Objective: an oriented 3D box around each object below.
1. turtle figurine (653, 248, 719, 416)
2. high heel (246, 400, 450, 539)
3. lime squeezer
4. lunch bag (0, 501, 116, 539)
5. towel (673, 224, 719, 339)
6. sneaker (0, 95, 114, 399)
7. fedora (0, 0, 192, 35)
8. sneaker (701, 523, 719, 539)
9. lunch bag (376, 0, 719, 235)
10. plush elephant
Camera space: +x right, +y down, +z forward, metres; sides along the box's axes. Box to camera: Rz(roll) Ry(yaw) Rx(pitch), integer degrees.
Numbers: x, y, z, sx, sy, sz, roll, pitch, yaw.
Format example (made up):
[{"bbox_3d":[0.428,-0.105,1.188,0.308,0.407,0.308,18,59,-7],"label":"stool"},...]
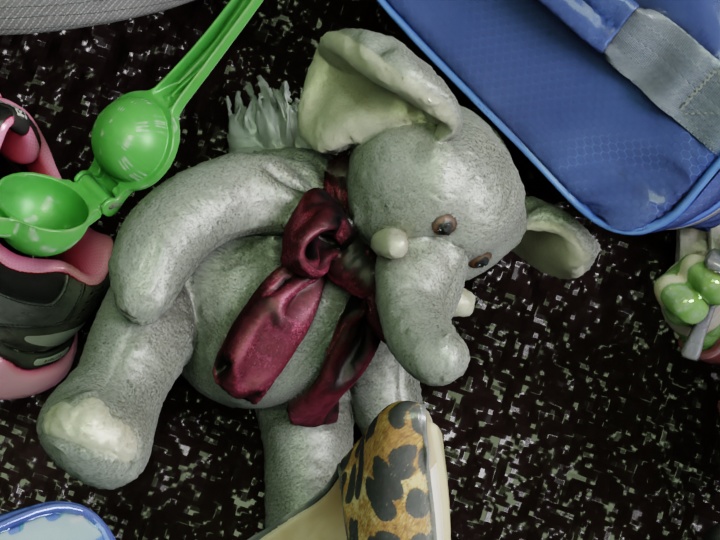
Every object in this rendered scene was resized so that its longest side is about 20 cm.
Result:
[{"bbox_3d":[0.177,0.042,1.054,0.143,0.200,0.195,23,54,-36],"label":"turtle figurine"},{"bbox_3d":[-0.042,0.110,1.077,0.142,0.201,0.072,3,50,-5],"label":"high heel"},{"bbox_3d":[-0.100,-0.048,1.084,0.200,0.071,0.038,-34,40,-18],"label":"lime squeezer"},{"bbox_3d":[-0.156,0.175,1.032,0.199,0.082,0.162,-19,86,-21],"label":"lunch bag"},{"bbox_3d":[0.223,-0.026,1.202,0.199,0.034,0.133,3,77,-2],"label":"towel"},{"bbox_3d":[-0.158,-0.053,1.151,0.079,0.095,0.200,-30,82,-39],"label":"sneaker"},{"bbox_3d":[-0.127,-0.152,1.122,0.176,0.200,0.091,10,111,23],"label":"fedora"},{"bbox_3d":[0.218,0.142,1.142,0.199,0.070,0.078,6,83,0],"label":"sneaker"},{"bbox_3d":[0.094,-0.115,1.127,0.200,0.132,0.136,45,106,14],"label":"lunch bag"},{"bbox_3d":[0.000,0.000,1.114,0.164,0.154,0.201,33,54,-37],"label":"plush elephant"}]
